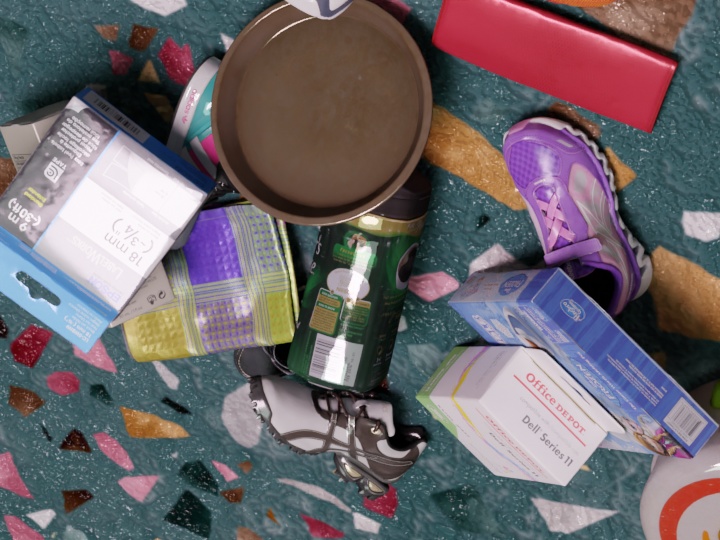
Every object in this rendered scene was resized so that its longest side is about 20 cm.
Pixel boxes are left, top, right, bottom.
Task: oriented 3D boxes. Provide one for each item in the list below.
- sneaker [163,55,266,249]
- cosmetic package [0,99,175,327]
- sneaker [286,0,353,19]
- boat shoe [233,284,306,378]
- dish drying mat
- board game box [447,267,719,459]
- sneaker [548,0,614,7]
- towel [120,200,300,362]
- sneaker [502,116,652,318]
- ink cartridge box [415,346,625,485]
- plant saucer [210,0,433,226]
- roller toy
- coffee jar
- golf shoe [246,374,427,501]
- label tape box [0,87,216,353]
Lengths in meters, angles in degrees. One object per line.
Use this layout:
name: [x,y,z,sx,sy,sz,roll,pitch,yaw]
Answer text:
sneaker: [-0.114,-0.083,1.840,0.121,0.084,0.200,28,125,12]
cosmetic package: [-0.250,-0.054,1.872,0.105,0.071,0.200,8,120,62]
sneaker: [-0.074,-0.304,1.664,0.199,0.079,0.130,33,126,3]
boat shoe: [-0.058,0.063,1.936,0.199,0.066,0.075,-27,112,36]
dish drying mat: [0.159,-0.180,1.695,0.200,0.018,0.077,21,131,6]
board game box: [0.190,0.080,1.788,0.200,0.043,0.199,44,167,-12]
sneaker: [0.113,-0.250,1.624,0.200,0.077,0.073,21,128,6]
towel: [-0.151,0.010,1.929,0.200,0.023,0.144,-7,96,28]
sneaker: [0.181,-0.036,1.746,0.080,0.088,0.200,-17,116,34]
ink cartridge box: [0.141,0.129,1.833,0.117,0.067,0.200,44,165,-12]
plant saucer: [-0.031,-0.136,1.737,0.200,0.029,0.200,-1,86,19]
roller toy: [0.347,0.201,1.817,0.200,0.140,0.182,42,130,-11]
coffee jar: [0.000,0.000,1.800,0.085,0.104,0.200,17,103,14]
golf shoe: [-0.021,0.139,1.961,0.094,0.078,0.200,-38,129,23]
label tape box: [-0.242,-0.036,1.782,0.144,0.063,0.200,36,102,-6]
